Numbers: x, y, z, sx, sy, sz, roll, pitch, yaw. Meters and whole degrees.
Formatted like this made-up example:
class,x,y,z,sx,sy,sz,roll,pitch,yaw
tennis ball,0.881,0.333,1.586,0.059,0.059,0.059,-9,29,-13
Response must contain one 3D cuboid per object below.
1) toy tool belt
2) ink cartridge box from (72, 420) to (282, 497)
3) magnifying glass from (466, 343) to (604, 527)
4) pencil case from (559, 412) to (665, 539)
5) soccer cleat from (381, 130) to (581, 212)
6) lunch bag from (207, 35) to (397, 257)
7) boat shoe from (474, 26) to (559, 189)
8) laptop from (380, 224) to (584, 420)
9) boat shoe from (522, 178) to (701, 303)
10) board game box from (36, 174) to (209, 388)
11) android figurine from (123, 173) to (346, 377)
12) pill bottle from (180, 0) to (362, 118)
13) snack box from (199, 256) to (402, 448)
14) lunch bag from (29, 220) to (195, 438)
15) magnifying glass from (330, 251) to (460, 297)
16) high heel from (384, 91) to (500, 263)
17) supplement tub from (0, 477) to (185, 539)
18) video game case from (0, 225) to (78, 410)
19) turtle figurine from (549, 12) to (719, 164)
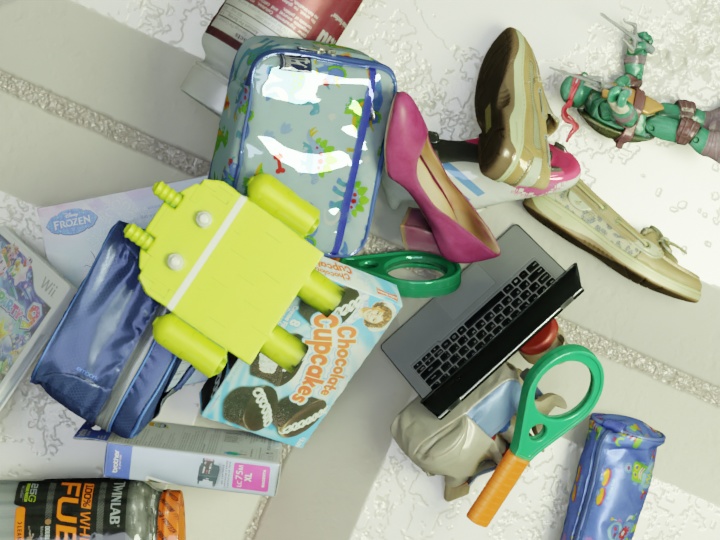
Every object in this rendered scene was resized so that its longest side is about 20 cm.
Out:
class,x,y,z,sx,sy,sz,roll,pitch,yaw
toy tool belt,0.136,0.139,1.742,0.200,0.125,0.123,-40,132,3
ink cartridge box,-0.176,0.179,1.719,0.198,0.119,0.042,9,97,-2
magnifying glass,0.162,0.158,1.681,0.079,0.022,0.201,23,104,-30
pencil case,0.238,0.242,1.750,0.077,0.087,0.202,17,91,31
soccer cleat,0.117,-0.090,1.743,0.198,0.070,0.087,5,129,6
lunch bag,-0.052,-0.114,1.655,0.159,0.082,0.202,7,106,-24
boat shoe,0.156,-0.151,1.706,0.076,0.072,0.201,22,47,-17
laptop,0.107,0.036,1.670,0.187,0.200,0.116,-41,132,0
boat shoe,0.258,-0.036,1.747,0.199,0.073,0.063,32,86,1
board game box,-0.203,0.017,1.752,0.198,0.043,0.201,-10,93,-1
android figurine,-0.117,-0.001,1.587,0.199,0.041,0.183,37,84,-8
pill bottle,-0.082,-0.233,1.712,0.114,0.114,0.201,33,91,-2
snack box,-0.059,0.077,1.699,0.115,0.037,0.201,20,121,-24
lunch bag,-0.206,0.053,1.664,0.132,0.136,0.201,29,89,-4
magnifying glass,0.000,0.000,1.741,0.198,0.080,0.023,6,114,8
high heel,0.079,-0.088,1.663,0.095,0.201,0.068,7,52,18
supplement tub,-0.272,0.264,1.719,0.198,0.123,0.124,-2,92,-2
video game case,-0.367,0.070,1.716,0.201,0.143,0.018,-55,137,1
turtle figurine,0.271,-0.169,1.731,0.198,0.150,0.101,20,132,-5
